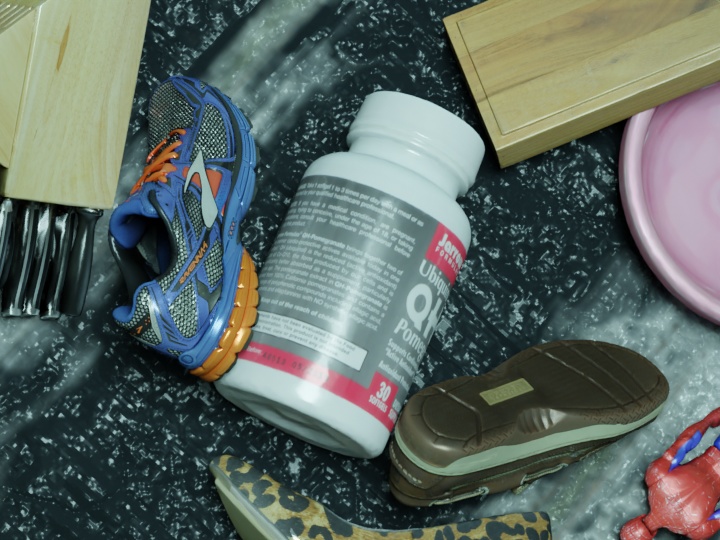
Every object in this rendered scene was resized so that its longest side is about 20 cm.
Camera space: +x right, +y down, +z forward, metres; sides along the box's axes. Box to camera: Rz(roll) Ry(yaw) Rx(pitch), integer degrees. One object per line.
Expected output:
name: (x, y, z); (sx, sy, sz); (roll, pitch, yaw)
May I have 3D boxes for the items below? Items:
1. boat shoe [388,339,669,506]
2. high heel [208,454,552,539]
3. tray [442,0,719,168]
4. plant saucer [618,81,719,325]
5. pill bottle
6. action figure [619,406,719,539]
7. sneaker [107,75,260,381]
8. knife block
boat shoe: (0.098, 0.096, 0.964); (0.201, 0.075, 0.075); (-7, 44, -32)
high heel: (0.016, 0.147, 0.946); (0.200, 0.071, 0.143); (44, 65, 1)
tray: (0.162, -0.150, 1.002); (0.198, 0.037, 0.099); (-22, 71, 3)
plant saucer: (0.259, -0.055, 1.035); (0.198, 0.051, 0.203); (2, 79, -11)
pill bottle: (0.000, 0.000, 0.941); (0.110, 0.111, 0.201); (25, 76, -5)
action figure: (0.244, 0.113, 1.001); (0.199, 0.052, 0.066); (-35, 82, -11)
sneaker: (-0.106, -0.037, 0.915); (0.078, 0.075, 0.201); (20, 46, -34)
knife block: (-0.170, -0.073, 0.920); (0.200, 0.064, 0.176); (-42, 123, -21)
